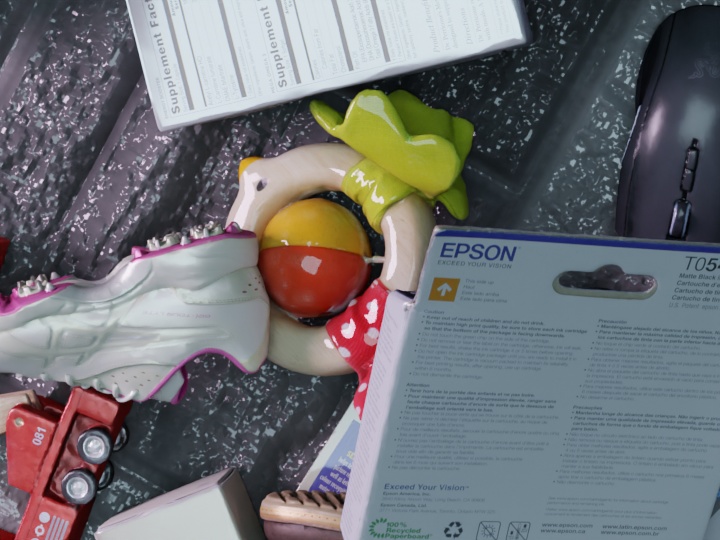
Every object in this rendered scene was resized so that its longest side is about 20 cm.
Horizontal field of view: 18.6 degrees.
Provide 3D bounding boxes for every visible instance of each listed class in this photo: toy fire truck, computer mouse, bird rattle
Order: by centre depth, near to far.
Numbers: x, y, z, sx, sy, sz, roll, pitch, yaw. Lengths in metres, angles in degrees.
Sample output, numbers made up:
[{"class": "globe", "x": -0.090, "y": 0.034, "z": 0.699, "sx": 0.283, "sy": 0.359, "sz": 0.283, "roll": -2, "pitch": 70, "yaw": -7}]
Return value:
[{"class": "computer mouse", "x": 0.205, "y": -0.038, "z": 1.202, "sx": 0.140, "sy": 0.046, "sz": 0.200, "roll": 16, "pitch": 96, "yaw": 6}, {"class": "bird rattle", "x": 0.000, "y": 0.000, "z": 1.211, "sx": 0.163, "sy": 0.113, "sz": 0.200, "roll": 0, "pitch": 91, "yaw": 29}, {"class": "toy fire truck", "x": -0.208, "y": 0.090, "z": 1.258, "sx": 0.141, "sy": 0.049, "sz": 0.200, "roll": 23, "pitch": 97, "yaw": 5}]

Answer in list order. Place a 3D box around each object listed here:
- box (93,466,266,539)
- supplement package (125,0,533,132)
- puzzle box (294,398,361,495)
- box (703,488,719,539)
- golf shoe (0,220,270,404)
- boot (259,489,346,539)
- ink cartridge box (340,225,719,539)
[{"class": "box", "x": -0.072, "y": 0.219, "z": 1.242, "sx": 0.082, "sy": 0.068, "sz": 0.200, "roll": -20, "pitch": 91, "yaw": 7}, {"class": "supplement package", "x": -0.017, "y": -0.151, "z": 1.185, "sx": 0.200, "sy": 0.114, "sz": 0.110, "roll": -13, "pitch": 94, "yaw": 7}, {"class": "puzzle box", "x": 0.067, "y": 0.144, "z": 1.242, "sx": 0.200, "sy": 0.025, "sz": 0.133, "roll": 33, "pitch": 97, "yaw": 3}, {"class": "box", "x": 0.258, "y": 0.110, "z": 1.186, "sx": 0.200, "sy": 0.041, "sz": 0.156, "roll": 38, "pitch": 119, "yaw": 1}, {"class": "golf shoe", "x": -0.143, "y": 0.039, "z": 1.189, "sx": 0.200, "sy": 0.075, "sz": 0.092, "roll": -17, "pitch": 98, "yaw": 5}, {"class": "boot", "x": 0.024, "y": 0.217, "z": 1.202, "sx": 0.200, "sy": 0.072, "sz": 0.166, "roll": 16, "pitch": 94, "yaw": 2}, {"class": "ink cartridge box", "x": 0.102, "y": 0.061, "z": 1.123, "sx": 0.200, "sy": 0.041, "sz": 0.200, "roll": 4, "pitch": 118, "yaw": -18}]
